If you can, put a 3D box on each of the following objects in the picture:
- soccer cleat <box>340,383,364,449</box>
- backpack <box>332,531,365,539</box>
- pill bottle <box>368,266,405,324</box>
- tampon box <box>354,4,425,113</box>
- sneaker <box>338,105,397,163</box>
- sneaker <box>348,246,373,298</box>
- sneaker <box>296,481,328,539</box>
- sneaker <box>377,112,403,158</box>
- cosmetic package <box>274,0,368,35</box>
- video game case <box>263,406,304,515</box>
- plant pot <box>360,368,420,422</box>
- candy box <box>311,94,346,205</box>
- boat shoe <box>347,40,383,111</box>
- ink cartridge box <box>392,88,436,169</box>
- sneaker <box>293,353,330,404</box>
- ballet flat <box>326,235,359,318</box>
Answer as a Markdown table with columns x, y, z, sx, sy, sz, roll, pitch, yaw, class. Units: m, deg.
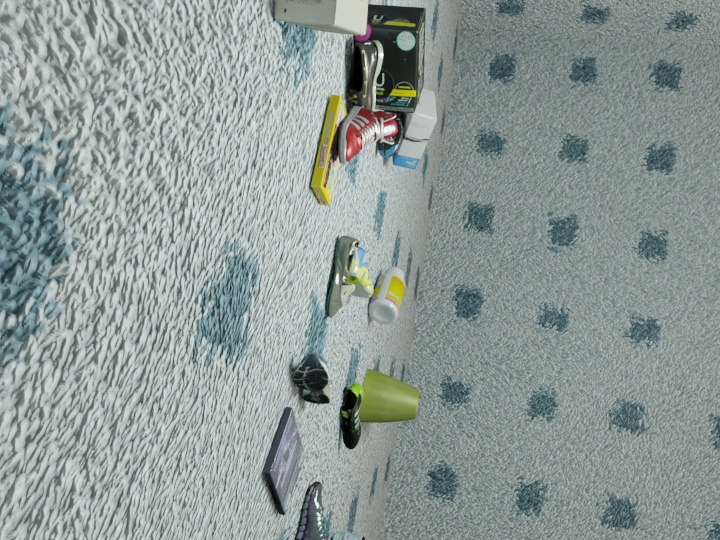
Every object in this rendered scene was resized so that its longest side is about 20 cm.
| x | y | z | sx | sy | sz | roll | pitch | yaw | class |
| --- | --- | --- | --- | --- | --- | --- | --- | --- | --- |
| -0.033 | 0.440 | 1.806 | 0.081 | 0.066 | 0.205 | -2 | 99 | -60 | soccer cleat |
| -0.046 | 0.942 | 1.910 | 0.167 | 0.124 | 0.204 | 100 | 2 | -68 | backpack |
| 0.097 | 0.079 | 2.058 | 0.202 | 0.102 | 0.106 | -69 | 163 | -47 | pill bottle |
| 0.072 | -0.501 | 1.425 | 0.202 | 0.147 | 0.128 | 86 | 17 | -45 | tampon box |
| 0.018 | -0.287 | 1.277 | 0.202 | 0.110 | 0.072 | -73 | 170 | -47 | sneaker |
| 0.000 | 0.000 | 1.603 | 0.201 | 0.074 | 0.107 | 68 | 32 | -67 | sneaker |
| -0.106 | 0.634 | 1.490 | 0.075 | 0.086 | 0.203 | 78 | 23 | -59 | sneaker |
| 0.099 | -0.416 | 1.803 | 0.082 | 0.072 | 0.204 | 75 | 26 | -66 | sneaker |
| -0.056 | -0.434 | 0.964 | 0.200 | 0.101 | 0.089 | -53 | 150 | -69 | cosmetic package |
| -0.156 | 0.400 | 1.256 | 0.202 | 0.019 | 0.144 | 84 | 18 | -47 | video game case |
| 0.110 | 0.466 | 2.153 | 0.187 | 0.196 | 0.192 | 9 | 90 | -78 | plant pot |
| -0.062 | -0.248 | 1.248 | 0.102 | 0.026 | 0.204 | 69 | 31 | -74 | candy box |
| 0.000 | -0.416 | 1.360 | 0.072 | 0.060 | 0.204 | 48 | -41 | 43 | boat shoe |
| 0.162 | -0.441 | 1.861 | 0.201 | 0.082 | 0.147 | 113 | -18 | -49 | ink cartridge box |
| -0.103 | 0.216 | 1.302 | 0.201 | 0.076 | 0.088 | 93 | -1 | -58 | sneaker |
| -0.038 | 0.018 | 1.456 | 0.067 | 0.062 | 0.205 | 19 | 79 | -78 | ballet flat |
